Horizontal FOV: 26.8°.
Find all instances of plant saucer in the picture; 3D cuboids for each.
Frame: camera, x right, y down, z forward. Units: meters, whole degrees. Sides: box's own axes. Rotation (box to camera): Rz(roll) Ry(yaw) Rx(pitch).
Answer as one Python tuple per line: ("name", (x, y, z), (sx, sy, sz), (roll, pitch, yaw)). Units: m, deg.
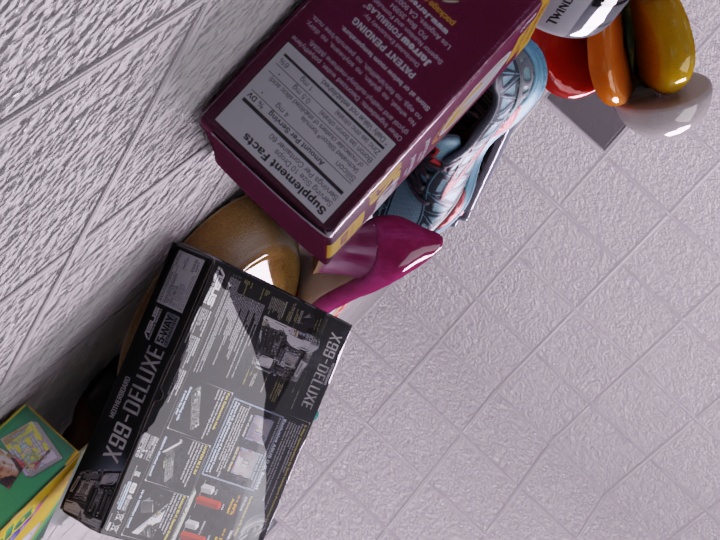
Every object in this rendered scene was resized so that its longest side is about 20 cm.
("plant saucer", (-0.104, 0.036, 1.153), (0.200, 0.035, 0.201), (-46, 156, -27))

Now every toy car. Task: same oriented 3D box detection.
("toy car", (0.204, -0.204, 1.278), (0.148, 0.177, 0.200), (-15, -154, 1))

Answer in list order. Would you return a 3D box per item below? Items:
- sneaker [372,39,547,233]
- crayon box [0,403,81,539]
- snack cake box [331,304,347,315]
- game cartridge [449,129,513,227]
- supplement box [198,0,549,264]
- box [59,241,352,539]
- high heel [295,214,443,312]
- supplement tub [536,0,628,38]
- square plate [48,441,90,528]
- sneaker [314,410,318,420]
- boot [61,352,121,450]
("sneaker", (0.060, -0.104, 1.186), (0.201, 0.079, 0.095), (-57, 160, 21))
("crayon box", (-0.288, 0.203, 1.023), (0.200, 0.058, 0.173), (-46, 176, -34))
("snack cake box", (-0.040, 0.009, 1.517), (0.115, 0.067, 0.200), (-50, 176, 6))
("game cartridge", (0.133, -0.148, 1.432), (0.134, 0.040, 0.201), (-55, 171, -43))
("supplement box", (0.010, -0.116, 0.890), (0.200, 0.103, 0.131), (-47, 178, -5))
("box", (-0.104, 0.101, 1.072), (0.157, 0.049, 0.202), (27, 84, -48))
("high heel", (0.000, 0.000, 1.204), (0.200, 0.095, 0.068), (117, -27, -68))
("supplement tub", (0.181, -0.274, 1.091), (0.123, 0.122, 0.200), (-45, 175, -41))
("square plate", (-0.157, 0.143, 1.173), (0.197, 0.029, 0.200), (-19, 165, -42))
("sneaker", (-0.101, 0.140, 1.338), (0.200, 0.083, 0.122), (-20, -140, 62))
("boot", (-0.205, 0.139, 1.268), (0.200, 0.068, 0.188), (-49, 177, 25))
